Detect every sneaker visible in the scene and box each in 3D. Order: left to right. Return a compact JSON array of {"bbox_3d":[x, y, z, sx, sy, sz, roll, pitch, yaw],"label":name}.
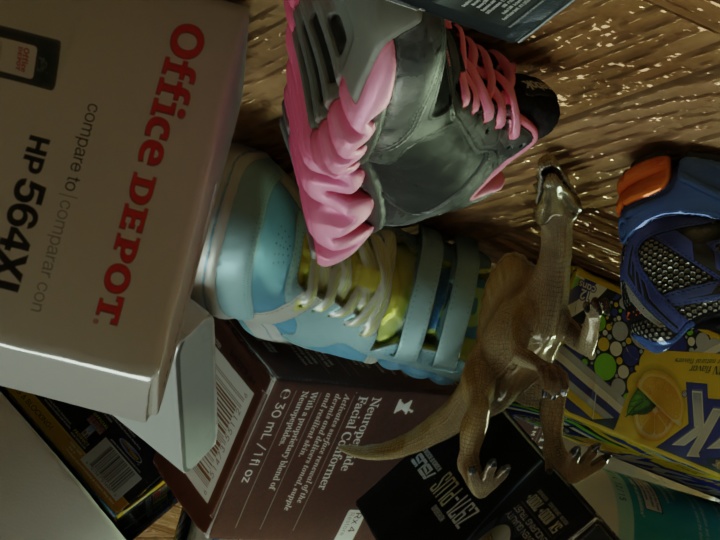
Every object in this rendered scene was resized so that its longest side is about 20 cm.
[{"bbox_3d":[0.000,0.000,0.897,0.130,0.080,0.200,13,176,13],"label":"sneaker"},{"bbox_3d":[0.023,-0.061,0.684,0.095,0.079,0.200,-8,167,-5],"label":"sneaker"},{"bbox_3d":[0.189,0.018,0.775,0.199,0.079,0.075,14,167,0],"label":"sneaker"}]

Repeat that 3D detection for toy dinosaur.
[{"bbox_3d":[0.061,0.045,0.842,0.058,0.101,0.200,9,132,-25],"label":"toy dinosaur"}]

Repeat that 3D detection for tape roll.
[{"bbox_3d":[-0.189,0.139,1.115,0.202,0.071,0.203,47,166,15],"label":"tape roll"}]

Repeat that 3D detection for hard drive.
[{"bbox_3d":[-0.147,-0.002,0.902,0.200,0.026,0.132,37,155,16],"label":"hard drive"}]

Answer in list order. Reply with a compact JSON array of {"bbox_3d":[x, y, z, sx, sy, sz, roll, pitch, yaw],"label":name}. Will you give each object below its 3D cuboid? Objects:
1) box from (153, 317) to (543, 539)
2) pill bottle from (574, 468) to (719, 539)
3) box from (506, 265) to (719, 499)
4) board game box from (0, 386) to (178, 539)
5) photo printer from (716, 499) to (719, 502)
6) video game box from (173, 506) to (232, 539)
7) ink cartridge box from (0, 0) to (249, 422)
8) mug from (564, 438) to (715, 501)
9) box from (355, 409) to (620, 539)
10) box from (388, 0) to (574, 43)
[{"bbox_3d":[0.004,0.086,1.051,0.199,0.100,0.075,6,-153,-37],"label":"box"},{"bbox_3d":[0.176,0.175,1.059,0.199,0.111,0.111,16,166,-15],"label":"pill bottle"},{"bbox_3d":[0.150,0.062,1.002,0.200,0.070,0.064,23,168,-32],"label":"box"},{"bbox_3d":[-0.179,0.057,1.131,0.200,0.057,0.165,48,169,6],"label":"board game box"},{"bbox_3d":[0.212,0.194,1.279,0.199,0.167,0.069,1,-165,40],"label":"photo printer"},{"bbox_3d":[-0.072,0.112,1.183,0.047,0.183,0.200,19,165,-5],"label":"video game box"},{"bbox_3d":[-0.151,-0.043,0.725,0.199,0.147,0.084,14,164,-3],"label":"ink cartridge box"},{"bbox_3d":[0.106,0.153,1.209,0.200,0.176,0.148,43,-159,17],"label":"mug"},{"bbox_3d":[0.105,0.172,0.898,0.200,0.086,0.164,49,-179,-20],"label":"box"},{"bbox_3d":[0.005,-0.123,0.470,0.158,0.046,0.200,17,166,-13],"label":"box"}]
